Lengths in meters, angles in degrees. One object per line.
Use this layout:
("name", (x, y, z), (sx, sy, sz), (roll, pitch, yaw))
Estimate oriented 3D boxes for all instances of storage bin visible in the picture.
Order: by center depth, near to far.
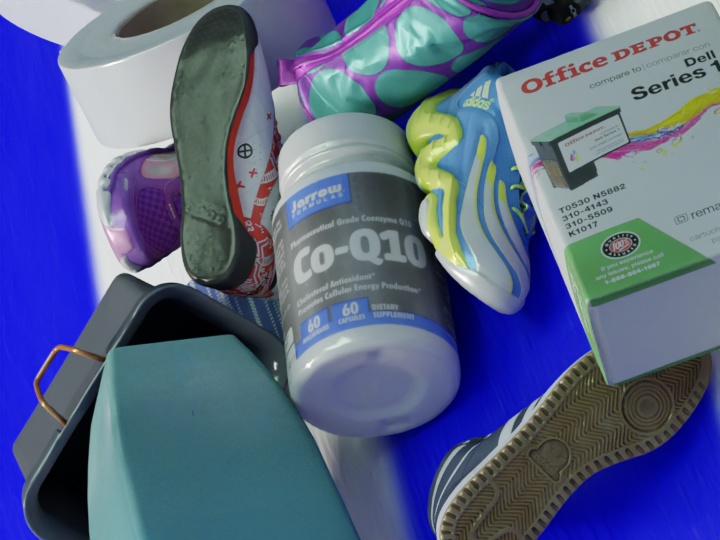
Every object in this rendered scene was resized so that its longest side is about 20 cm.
("storage bin", (-0.168, 0.094, 1.865), (0.200, 0.145, 0.134), (-59, 25, 0))

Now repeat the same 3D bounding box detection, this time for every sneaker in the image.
("sneaker", (0.119, 0.102, 1.603), (0.200, 0.070, 0.108), (-40, 4, -6))
("sneaker", (0.090, -0.066, 1.737), (0.105, 0.076, 0.200), (-44, 40, 23))
("sneaker", (-0.077, -0.078, 1.870), (0.067, 0.108, 0.202), (-8, 76, 31))
("sneaker", (-0.116, -0.061, 1.921), (0.088, 0.200, 0.081), (-11, 104, 28))

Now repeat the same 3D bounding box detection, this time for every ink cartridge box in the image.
("ink cartridge box", (0.177, -0.049, 1.567), (0.144, 0.084, 0.200), (-20, 46, 1))

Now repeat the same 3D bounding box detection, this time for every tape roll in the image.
("tape roll", (-0.122, -0.169, 1.971), (0.202, 0.071, 0.203), (-23, 21, 9))

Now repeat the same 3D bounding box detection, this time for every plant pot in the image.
("plant pot", (-0.103, 0.150, 1.717), (0.142, 0.141, 0.200), (108, 149, -48))

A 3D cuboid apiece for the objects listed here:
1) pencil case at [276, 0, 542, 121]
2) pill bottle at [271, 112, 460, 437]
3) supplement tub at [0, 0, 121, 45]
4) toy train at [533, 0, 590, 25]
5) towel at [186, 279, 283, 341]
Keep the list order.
("pencil case", (0.033, -0.162, 1.791), (0.200, 0.092, 0.085), (-36, 52, 49))
("pill bottle", (0.000, 0.000, 1.771), (0.114, 0.114, 0.200), (-36, 45, 31))
("supplement tub", (-0.217, -0.295, 2.197), (0.132, 0.132, 0.201), (1, 69, 50))
("toy train", (0.072, -0.228, 1.817), (0.200, 0.034, 0.046), (38, 84, 22))
("towel", (-0.083, 0.033, 1.932), (0.200, 0.024, 0.145), (-46, 38, 18))
